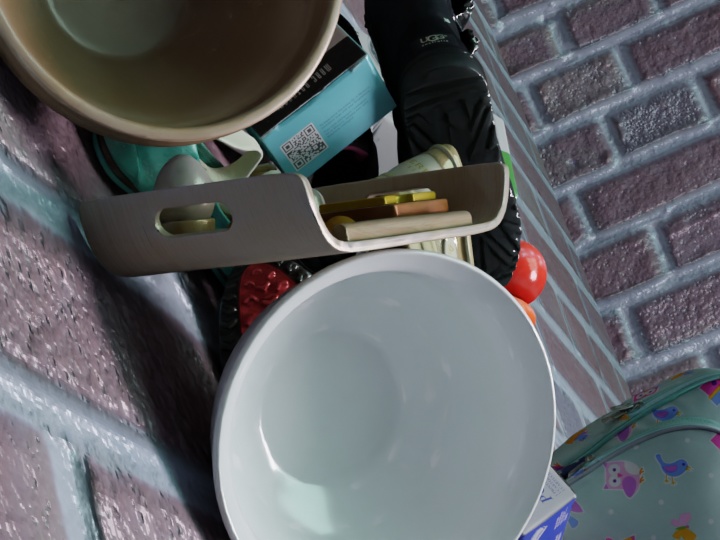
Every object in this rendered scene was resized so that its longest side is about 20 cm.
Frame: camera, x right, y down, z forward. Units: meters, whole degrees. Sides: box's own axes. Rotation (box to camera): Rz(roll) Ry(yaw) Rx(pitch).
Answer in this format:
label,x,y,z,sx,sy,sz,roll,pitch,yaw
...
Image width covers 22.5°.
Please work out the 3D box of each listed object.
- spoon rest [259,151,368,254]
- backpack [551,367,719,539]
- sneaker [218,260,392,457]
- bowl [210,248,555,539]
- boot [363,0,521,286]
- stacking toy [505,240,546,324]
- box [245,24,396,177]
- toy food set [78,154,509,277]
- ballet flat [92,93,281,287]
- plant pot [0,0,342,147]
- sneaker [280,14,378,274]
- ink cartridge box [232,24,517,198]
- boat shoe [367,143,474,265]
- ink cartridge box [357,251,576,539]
label,x,y,z,sx,sy,sz,roll,pitch,yaw
spoon rest,0.000,0.000,1.204,0.200,0.061,0.100,36,61,-7
backpack,0.211,0.159,1.156,0.176,0.200,0.153,55,-7,6
sneaker,-0.030,0.086,1.071,0.201,0.079,0.096,64,-12,-2
bowl,-0.002,0.082,0.970,0.090,0.201,0.202,17,-41,62
boot,0.051,-0.097,1.173,0.169,0.076,0.201,-99,180,-52
stacking toy,0.099,0.068,1.382,0.085,0.085,0.201,47,54,-57
box,-0.063,-0.142,1.132,0.200,0.082,0.049,50,-3,44
toy food set,-0.029,-0.038,0.946,0.200,0.143,0.061,-10,93,-56
ballet flat,-0.080,-0.044,1.050,0.200,0.070,0.068,47,21,-59
plant pot,-0.116,-0.160,0.951,0.093,0.200,0.202,-13,-77,64
sneaker,-0.016,-0.080,1.143,0.086,0.080,0.201,138,-47,-60
ink cartridge box,0.005,-0.101,1.294,0.199,0.083,0.147,30,24,-15
boat shoe,0.051,0.015,1.116,0.073,0.063,0.201,33,-31,47
ink cartridge box,0.045,0.091,1.082,0.200,0.044,0.094,49,-21,23
